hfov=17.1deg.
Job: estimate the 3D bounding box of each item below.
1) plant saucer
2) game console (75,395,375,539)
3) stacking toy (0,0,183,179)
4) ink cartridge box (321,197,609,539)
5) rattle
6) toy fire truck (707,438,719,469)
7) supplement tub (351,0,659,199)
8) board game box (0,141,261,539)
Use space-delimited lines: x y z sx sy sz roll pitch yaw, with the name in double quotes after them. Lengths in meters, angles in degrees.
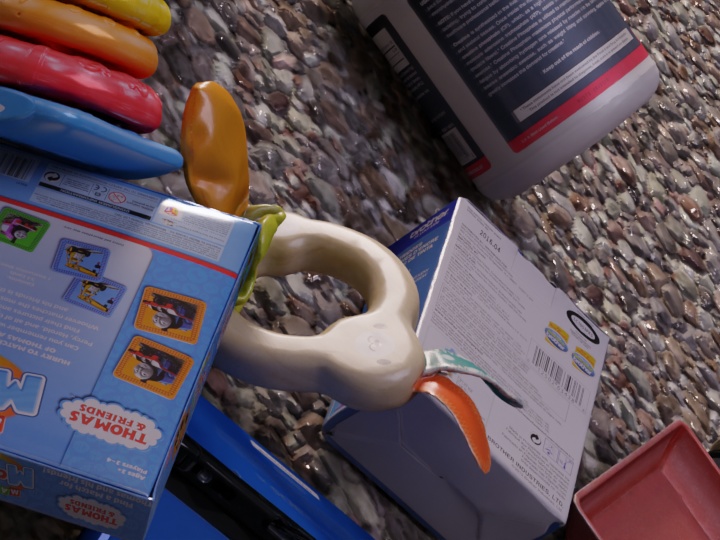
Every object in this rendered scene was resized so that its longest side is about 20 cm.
0.204 0.199 1.409 0.200 0.037 0.200 55 26 7 "plant saucer"
-0.067 0.165 1.186 0.200 0.118 0.171 42 6 -20 "game console"
-0.131 -0.155 1.201 0.110 0.116 0.200 21 86 -53 "stacking toy"
0.067 0.054 1.386 0.136 0.076 0.200 43 38 -18 "ink cartridge box"
0.000 0.000 1.232 0.200 0.143 0.130 32 29 34 "rattle"
0.342 0.154 1.528 0.129 0.200 0.176 3 60 -49 "toy fire truck"
0.083 -0.159 1.524 0.200 0.140 0.140 55 34 -2 "supplement tub"
-0.144 0.027 1.127 0.151 0.037 0.200 18 40 1 "board game box"
